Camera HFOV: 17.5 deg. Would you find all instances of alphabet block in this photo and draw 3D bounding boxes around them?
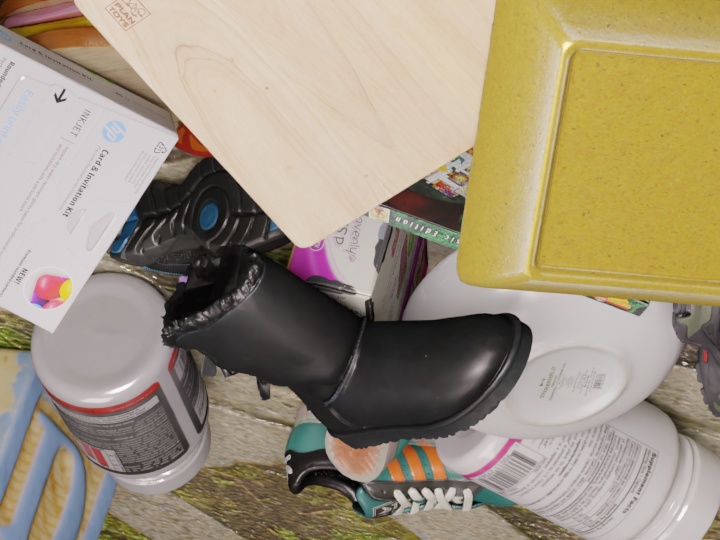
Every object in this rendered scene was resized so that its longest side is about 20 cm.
[{"bbox_3d":[-0.353,0.186,2.056,0.199,0.196,0.197,5,149,25],"label":"alphabet block"}]

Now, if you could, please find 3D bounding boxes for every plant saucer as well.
[{"bbox_3d":[0.162,-0.062,1.242,0.199,0.049,0.201,4,118,-6],"label":"plant saucer"}]

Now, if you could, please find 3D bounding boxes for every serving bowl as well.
[{"bbox_3d":[0.130,0.052,1.563,0.199,0.066,0.201,-8,140,-6],"label":"serving bowl"}]

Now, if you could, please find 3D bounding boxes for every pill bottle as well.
[{"bbox_3d":[0.165,0.136,1.741,0.200,0.114,0.113,29,151,-22],"label":"pill bottle"},{"bbox_3d":[-0.185,0.097,1.868,0.115,0.116,0.200,9,152,15],"label":"pill bottle"}]

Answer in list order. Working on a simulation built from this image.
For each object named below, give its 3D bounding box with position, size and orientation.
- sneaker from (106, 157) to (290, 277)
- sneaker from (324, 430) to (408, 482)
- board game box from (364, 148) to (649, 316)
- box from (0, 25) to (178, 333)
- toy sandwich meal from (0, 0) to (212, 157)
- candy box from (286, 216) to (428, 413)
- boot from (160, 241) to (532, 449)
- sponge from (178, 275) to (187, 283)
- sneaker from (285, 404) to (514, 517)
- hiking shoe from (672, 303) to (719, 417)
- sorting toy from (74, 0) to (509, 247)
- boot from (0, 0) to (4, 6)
[{"bbox_3d":[-0.092,-0.036,1.629,0.082,0.074,0.200,21,164,-37],"label":"sneaker"},{"bbox_3d":[0.034,0.074,1.764,0.071,0.080,0.200,38,136,9],"label":"sneaker"},{"bbox_3d":[0.093,-0.052,1.433,0.199,0.105,0.023,21,150,-6],"label":"board game box"},{"bbox_3d":[-0.233,-0.069,1.405,0.200,0.041,0.156,26,110,-24],"label":"box"},{"bbox_3d":[-0.131,-0.116,1.479,0.204,0.070,0.205,14,153,7],"label":"toy sandwich meal"},{"bbox_3d":[0.000,0.000,1.553,0.061,0.137,0.200,11,152,9],"label":"candy box"},{"bbox_3d":[-0.015,0.038,1.410,0.162,0.074,0.198,35,148,-25],"label":"boot"},{"bbox_3d":[-0.065,0.045,1.735,0.111,0.030,0.200,9,169,10],"label":"sponge"},{"bbox_3d":[0.036,0.171,1.899,0.199,0.080,0.071,13,151,6],"label":"sneaker"},{"bbox_3d":[0.273,0.047,1.550,0.100,0.076,0.200,-1,154,24],"label":"hiking shoe"},{"bbox_3d":[-0.014,-0.143,1.271,0.198,0.070,0.200,-31,116,24],"label":"sorting toy"},{"bbox_3d":[-0.295,-0.089,1.531,0.073,0.155,0.200,21,153,-7],"label":"boot"}]
